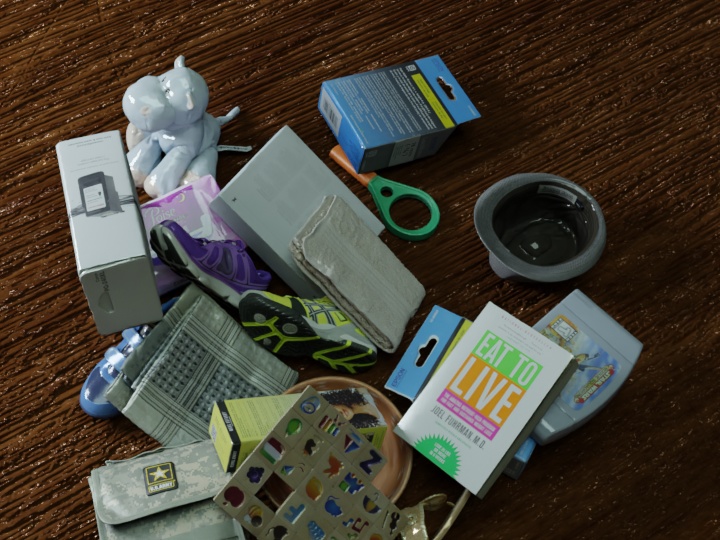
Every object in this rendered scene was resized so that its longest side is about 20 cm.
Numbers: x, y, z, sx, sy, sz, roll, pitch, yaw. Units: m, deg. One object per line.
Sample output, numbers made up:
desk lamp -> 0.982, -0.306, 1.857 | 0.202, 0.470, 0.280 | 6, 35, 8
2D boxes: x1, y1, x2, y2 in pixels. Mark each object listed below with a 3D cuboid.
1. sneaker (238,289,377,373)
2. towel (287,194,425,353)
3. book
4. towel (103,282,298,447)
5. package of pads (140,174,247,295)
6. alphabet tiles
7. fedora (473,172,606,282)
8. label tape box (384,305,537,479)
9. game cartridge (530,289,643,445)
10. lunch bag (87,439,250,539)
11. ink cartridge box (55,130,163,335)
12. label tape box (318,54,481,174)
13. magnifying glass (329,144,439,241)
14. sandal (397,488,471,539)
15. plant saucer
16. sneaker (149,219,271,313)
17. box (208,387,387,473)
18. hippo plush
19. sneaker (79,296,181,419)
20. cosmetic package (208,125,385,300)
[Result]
sneaker -> -0.070, 0.069, 1.383 | 0.199, 0.075, 0.077 | 25, 42, -23
towel -> 0.000, 0.000, 1.402 | 0.200, 0.034, 0.133 | 45, 43, -11
book -> 0.151, 0.154, 1.281 | 0.133, 0.048, 0.200 | 34, 84, 27
towel -> -0.193, 0.143, 1.323 | 0.200, 0.034, 0.193 | 41, 61, -13
package of pads -> -0.266, -0.036, 1.437 | 0.199, 0.076, 0.121 | -27, 84, -17
alphabet tiles -> -0.042, 0.260, 1.209 | 0.200, 0.008, 0.167 | 45, 73, -13
fedora -> 0.242, -0.044, 1.474 | 0.200, 0.090, 0.177 | -33, 68, -27
label tape box -> 0.149, 0.154, 1.368 | 0.199, 0.066, 0.144 | 26, 60, 14
game cartridge -> 0.260, 0.123, 1.339 | 0.200, 0.042, 0.133 | -38, 63, -26
lunch bag -> -0.214, 0.298, 1.218 | 0.163, 0.118, 0.201 | -14, 72, -11
ink cartridge box -> -0.305, -0.045, 1.296 | 0.083, 0.146, 0.201 | -14, 58, -10
label tape box -> 0.057, -0.235, 1.586 | 0.199, 0.063, 0.145 | -17, 59, -22
magnifying glass -> 0.032, -0.117, 1.548 | 0.200, 0.022, 0.080 | 42, 65, 17
sandal -> 0.057, 0.318, 1.257 | 0.069, 0.078, 0.212 | 32, 68, 8
plant saucer -> -0.035, 0.230, 1.326 | 0.199, 0.038, 0.201 | 2, 59, -4
sneaker -> -0.194, -0.016, 1.382 | 0.080, 0.200, 0.084 | 19, 75, 43
box -> -0.073, 0.187, 1.255 | 0.199, 0.050, 0.075 | -4, 37, -27
hippo plush -> -0.252, -0.198, 1.494 | 0.199, 0.161, 0.160 | -14, 61, -11
sneaker -> -0.283, 0.106, 1.361 | 0.074, 0.082, 0.200 | 38, 66, 16
cosmetic package -> -0.084, -0.074, 1.446 | 0.200, 0.052, 0.151 | 46, 59, -9
